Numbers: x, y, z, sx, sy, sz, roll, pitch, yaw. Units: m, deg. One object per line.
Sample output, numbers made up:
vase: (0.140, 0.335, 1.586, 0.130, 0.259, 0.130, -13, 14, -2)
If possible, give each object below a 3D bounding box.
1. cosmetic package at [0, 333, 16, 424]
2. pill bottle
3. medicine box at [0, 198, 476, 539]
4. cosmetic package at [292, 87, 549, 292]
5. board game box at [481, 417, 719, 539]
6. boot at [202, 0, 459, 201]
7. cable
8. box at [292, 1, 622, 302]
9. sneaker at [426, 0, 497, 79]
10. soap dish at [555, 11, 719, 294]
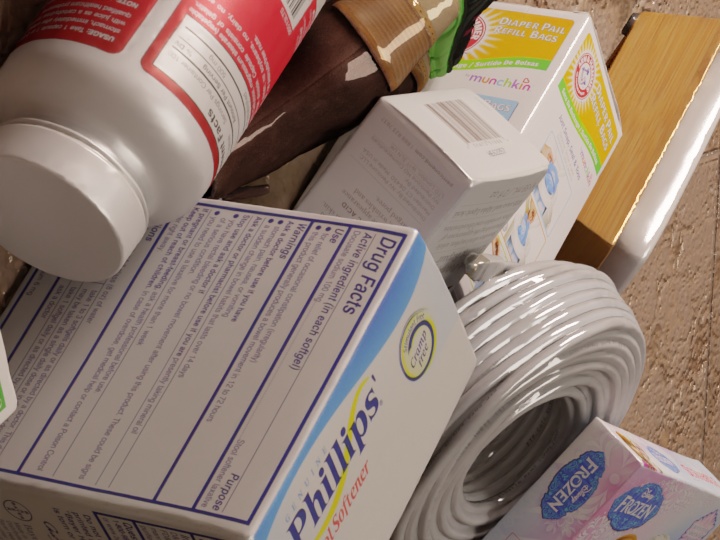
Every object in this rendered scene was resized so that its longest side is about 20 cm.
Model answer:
cosmetic package: (-0.240, 0.063, 1.115, 0.200, 0.085, 0.108, -49, 140, -45)
pill bottle: (-0.103, -0.095, 1.279, 0.200, 0.112, 0.112, -60, 144, -32)
medicine box: (-0.077, 0.067, 1.278, 0.182, 0.200, 0.103, -61, 144, -30)
cosmetic package: (0.000, 0.000, 1.421, 0.200, 0.074, 0.102, -54, 161, 24)
board game box: (0.113, 0.182, 1.560, 0.200, 0.041, 0.200, -48, 156, 9)
boot: (-0.039, -0.090, 1.428, 0.166, 0.200, 0.072, -36, 91, -13)
cable: (0.073, 0.081, 1.474, 0.200, 0.069, 0.200, -6, 134, -51)
box: (0.058, -0.054, 1.565, 0.200, 0.112, 0.101, -58, 145, -31)
sneaker: (0.059, -0.162, 1.473, 0.077, 0.084, 0.200, 63, -11, 6)
soap dish: (0.155, -0.058, 1.710, 0.200, 0.081, 0.157, -59, 180, -33)
